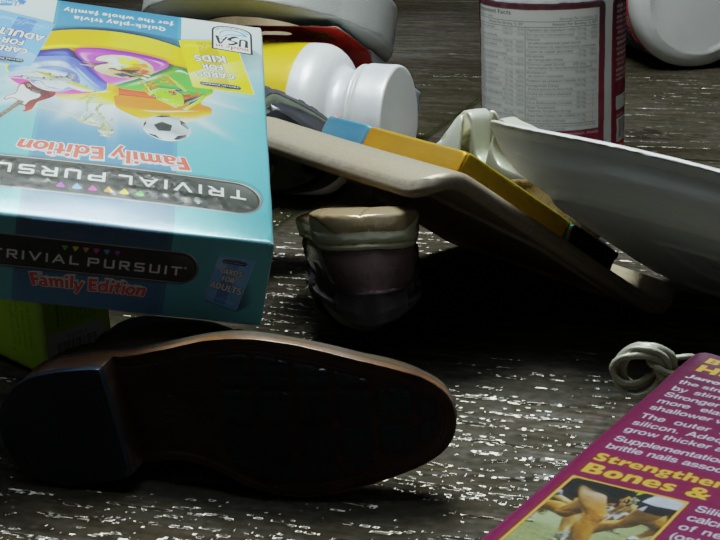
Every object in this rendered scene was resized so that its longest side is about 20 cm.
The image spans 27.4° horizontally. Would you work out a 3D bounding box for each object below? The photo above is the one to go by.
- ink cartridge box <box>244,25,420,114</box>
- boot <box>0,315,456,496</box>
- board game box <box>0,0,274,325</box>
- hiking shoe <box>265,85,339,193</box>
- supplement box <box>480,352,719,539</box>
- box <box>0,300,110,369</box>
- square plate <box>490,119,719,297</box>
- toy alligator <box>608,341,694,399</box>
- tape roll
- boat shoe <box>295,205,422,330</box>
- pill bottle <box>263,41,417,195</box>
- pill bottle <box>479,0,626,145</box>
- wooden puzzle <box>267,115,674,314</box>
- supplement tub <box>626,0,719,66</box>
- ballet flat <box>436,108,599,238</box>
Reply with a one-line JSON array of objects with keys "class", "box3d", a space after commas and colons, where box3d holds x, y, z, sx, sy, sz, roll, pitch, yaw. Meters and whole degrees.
[{"class": "ink cartridge box", "box3d": [-0.055, -0.148, 1.182, 0.161, 0.051, 0.200, 5, -4, 21]}, {"class": "boot", "box3d": [-0.050, 0.046, 0.652, 0.198, 0.075, 0.097, 0, 21, 13]}, {"class": "board game box", "box3d": [-0.120, -0.060, 0.699, 0.149, 0.047, 0.201, 6, 35, -10]}, {"class": "hiking shoe", "box3d": [-0.104, -0.057, 0.878, 0.198, 0.076, 0.101, 3, 47, -10]}, {"class": "supplement box", "box3d": [0.107, 0.109, 0.382, 0.130, 0.104, 0.199, 10, 22, 34]}, {"class": "box", "box3d": [-0.216, -0.027, 0.822, 0.047, 0.123, 0.199, -19, 24, -40]}, {"class": "square plate", "box3d": [0.185, -0.012, 0.735, 0.197, 0.029, 0.199, 20, -5, 43]}, {"class": "toy alligator", "box3d": [0.212, 0.037, 0.665, 0.198, 0.060, 0.054, 1, 18, 10]}, {"class": "tape roll", "box3d": [-0.070, -0.197, 1.149, 0.201, 0.037, 0.203, 7, -6, 1]}, {"class": "boat shoe", "box3d": [0.000, 0.000, 0.804, 0.071, 0.065, 0.200, 1, -1, -3]}, {"class": "pill bottle", "box3d": [-0.064, -0.112, 1.088, 0.198, 0.112, 0.111, 5, 19, 21]}, {"class": "pill bottle", "box3d": [0.143, -0.174, 1.100, 0.108, 0.202, 0.110, -2, 17, 1]}, {"class": "wooden puzzle", "box3d": [0.056, -0.038, 0.828, 0.199, 0.038, 0.185, 23, 0, -37]}, {"class": "supplement tub", "box3d": [0.324, -0.300, 1.567, 0.139, 0.142, 0.200, -5, 18, -8]}, {"class": "ballet flat", "box3d": [0.092, -0.069, 0.991, 0.067, 0.073, 0.200, -12, 20, -26]}]
